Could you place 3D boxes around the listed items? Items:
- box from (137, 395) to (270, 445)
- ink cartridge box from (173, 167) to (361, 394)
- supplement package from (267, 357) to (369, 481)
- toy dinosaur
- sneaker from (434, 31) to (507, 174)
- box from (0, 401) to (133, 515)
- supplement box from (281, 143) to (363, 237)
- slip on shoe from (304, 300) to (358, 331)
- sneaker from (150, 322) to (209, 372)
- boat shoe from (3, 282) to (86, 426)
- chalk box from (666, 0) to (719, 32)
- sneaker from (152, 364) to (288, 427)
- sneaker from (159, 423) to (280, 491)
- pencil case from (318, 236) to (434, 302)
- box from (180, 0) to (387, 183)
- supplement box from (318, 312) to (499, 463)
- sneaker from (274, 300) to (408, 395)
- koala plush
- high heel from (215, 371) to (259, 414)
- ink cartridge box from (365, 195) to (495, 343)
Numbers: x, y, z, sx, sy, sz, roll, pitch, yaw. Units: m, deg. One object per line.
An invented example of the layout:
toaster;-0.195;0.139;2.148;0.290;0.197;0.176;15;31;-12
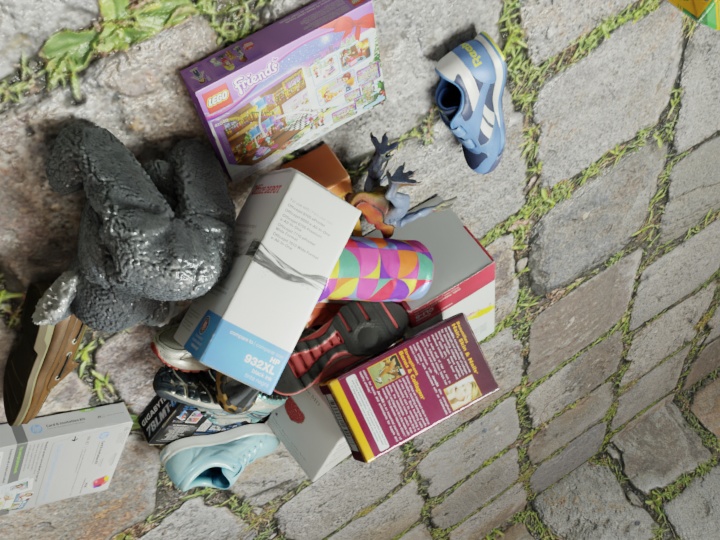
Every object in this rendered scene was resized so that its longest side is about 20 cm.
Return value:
box;-0.187;0.175;1.169;0.199;0.050;0.199;-50;146;18
ink cartridge box;-0.098;0.006;0.815;0.083;0.145;0.201;29;83;-21
supplement package;-0.041;0.196;1.170;0.119;0.121;0.200;-30;160;-33
toy dinosaur;0.019;-0.084;0.981;0.199;0.105;0.182;-31;158;-28
sneaker;0.131;-0.196;0.991;0.082;0.074;0.201;-27;139;-12
box;-0.415;0.252;1.052;0.199;0.041;0.156;-5;136;-39
supplement box;-0.039;-0.061;0.999;0.066;0.069;0.200;-29;149;-9
slip on shoe;-0.047;0.055;1.104;0.200;0.074;0.062;13;93;-68
sneaker;-0.177;0.063;1.025;0.199;0.078;0.083;-22;139;-37
boat shoe;-0.346;0.099;0.895;0.068;0.072;0.201;-1;133;-42
chalk box;0.475;-0.385;1.032;0.199;0.124;0.125;-3;135;-42
sneaker;-0.188;0.172;1.053;0.199;0.078;0.086;16;124;-42
sneaker;-0.195;0.286;1.184;0.199;0.082;0.074;-5;138;-40
pencil case;0.000;0.000;0.976;0.199;0.089;0.089;0;133;-43
box;-0.071;-0.190;0.827;0.199;0.039;0.137;-30;148;-11
supplement box;0.062;0.149;1.030;0.199;0.111;0.086;-26;177;-15
sneaker;-0.033;0.095;1.045;0.199;0.074;0.087;-26;173;-8
koala plush;-0.230;-0.008;0.794;0.177;0.185;0.200;2;141;-45
high heel;-0.148;0.067;0.973;0.071;0.201;0.143;9;147;-27
ink cartridge box;0.100;0.028;1.170;0.144;0.146;0.200;-30;147;-10
